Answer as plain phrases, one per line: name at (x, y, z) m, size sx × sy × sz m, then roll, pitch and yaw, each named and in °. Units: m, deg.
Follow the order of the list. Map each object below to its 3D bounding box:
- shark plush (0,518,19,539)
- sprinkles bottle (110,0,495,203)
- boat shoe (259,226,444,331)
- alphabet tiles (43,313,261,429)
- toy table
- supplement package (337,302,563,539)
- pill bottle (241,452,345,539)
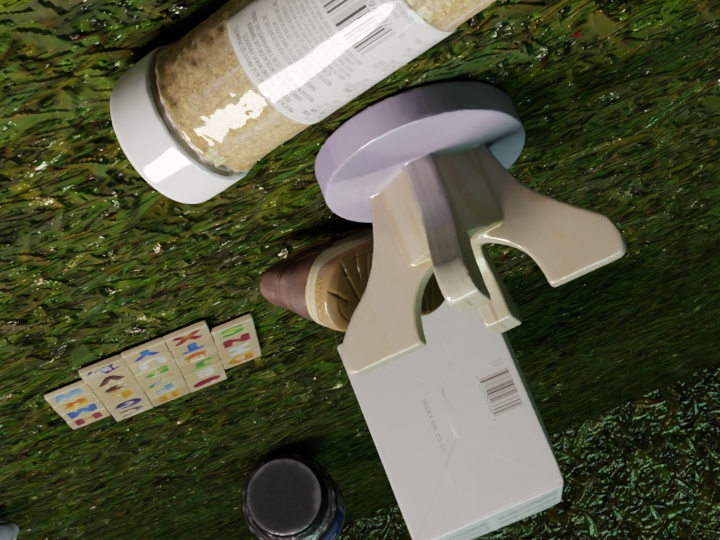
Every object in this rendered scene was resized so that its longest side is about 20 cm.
shark plush at (-0.403, 0.248, 1.500) m, size 0.199 × 0.091 × 0.083 m, roll 23°, pitch 116°, yaw -43°
sprinkles bottle at (-0.016, -0.102, 0.700) m, size 0.199 × 0.069 × 0.068 m, roll -31°, pitch 164°, yaw 29°
boat shoe at (0.000, 0.000, 1.150) m, size 0.071 × 0.073 × 0.200 m, roll 5°, pitch -168°, yaw 29°
alphabet tiles at (-0.157, 0.081, 1.299) m, size 0.165 × 0.006 × 0.200 m, roll -22°, pitch 166°, yaw -6°
toy table at (0.054, -0.025, 1.004) m, size 0.183 × 0.118 × 0.200 m, roll -28°, pitch 166°, yaw 21°
supplement package at (0.087, 0.144, 1.535) m, size 0.146 × 0.193 × 0.200 m, roll -22°, pitch 167°, yaw 1°
pill bottle at (-0.078, 0.270, 1.920) m, size 0.111 × 0.113 × 0.200 m, roll -22°, pitch 167°, yaw -2°
